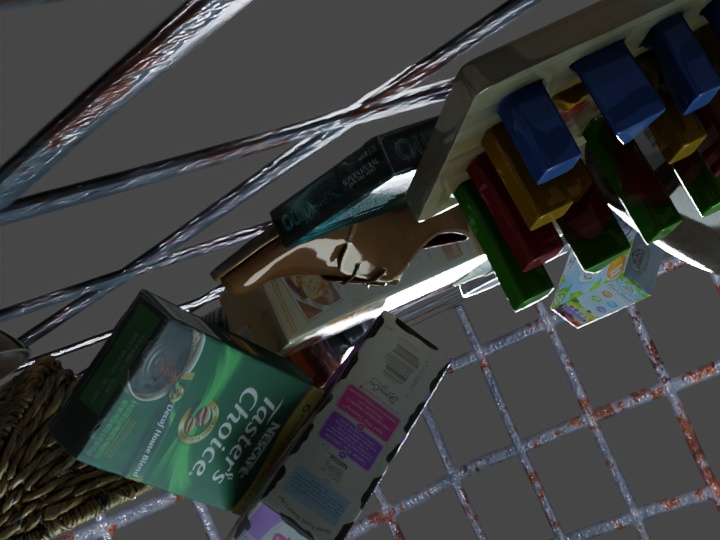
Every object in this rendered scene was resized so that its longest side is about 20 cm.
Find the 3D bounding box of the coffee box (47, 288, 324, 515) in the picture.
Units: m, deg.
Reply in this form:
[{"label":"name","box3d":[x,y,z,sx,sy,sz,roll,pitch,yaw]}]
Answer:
[{"label":"coffee box","box3d":[-0.121,0.101,1.206,0.124,0.044,0.200,-55,143,2]}]

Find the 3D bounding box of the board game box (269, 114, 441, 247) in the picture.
[{"label":"board game box","box3d":[0.055,-0.074,1.057,0.199,0.028,0.135,-21,174,-37]}]

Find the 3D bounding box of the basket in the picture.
[{"label":"basket","box3d":[-0.257,0.183,1.288,0.199,0.149,0.144,-29,-152,47]}]

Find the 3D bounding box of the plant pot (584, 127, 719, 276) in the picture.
[{"label":"plant pot","box3d":[0.266,-0.086,1.281,0.186,0.189,0.199,-28,159,37]}]

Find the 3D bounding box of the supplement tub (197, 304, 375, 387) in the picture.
[{"label":"supplement tub","box3d":[-0.086,0.071,1.462,0.198,0.108,0.107,-26,175,11]}]

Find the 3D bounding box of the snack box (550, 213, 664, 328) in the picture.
[{"label":"snack box","box3d":[0.322,-0.039,2.055,0.142,0.053,0.201,-32,-150,54]}]

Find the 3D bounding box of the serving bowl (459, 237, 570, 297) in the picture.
[{"label":"serving bowl","box3d":[0.200,-0.038,1.999,0.198,0.066,0.200,-25,176,-2]}]

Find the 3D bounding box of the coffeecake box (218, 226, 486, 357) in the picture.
[{"label":"coffeecake box","box3d":[0.000,0.000,1.330,0.198,0.074,0.153,-24,175,-18]}]

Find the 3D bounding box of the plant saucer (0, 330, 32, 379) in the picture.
[{"label":"plant saucer","box3d":[-0.283,0.073,0.933,0.198,0.032,0.200,-25,176,-2]}]

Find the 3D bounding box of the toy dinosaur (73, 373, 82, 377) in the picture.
[{"label":"toy dinosaur","box3d":[-0.194,0.136,1.549,0.198,0.048,0.088,21,144,-26]}]

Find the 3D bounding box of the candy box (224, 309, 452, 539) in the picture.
[{"label":"candy box","box3d":[-0.026,0.155,1.324,0.201,0.071,0.168,-56,-179,-34]}]

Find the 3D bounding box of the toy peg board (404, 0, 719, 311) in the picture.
[{"label":"toy peg board","box3d":[0.145,-0.072,0.921,0.198,0.099,0.199,-26,168,-14]}]

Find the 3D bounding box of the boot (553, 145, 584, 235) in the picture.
[{"label":"boot","box3d":[0.207,-0.082,1.491,0.199,0.073,0.155,-24,176,-37]}]

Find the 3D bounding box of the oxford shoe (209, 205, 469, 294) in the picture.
[{"label":"oxford shoe","box3d":[-0.007,-0.017,1.128,0.198,0.072,0.071,-21,176,-24]}]

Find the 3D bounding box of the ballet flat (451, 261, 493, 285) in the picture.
[{"label":"ballet flat","box3d":[0.071,-0.007,1.470,0.199,0.068,0.063,-17,-147,42]}]
